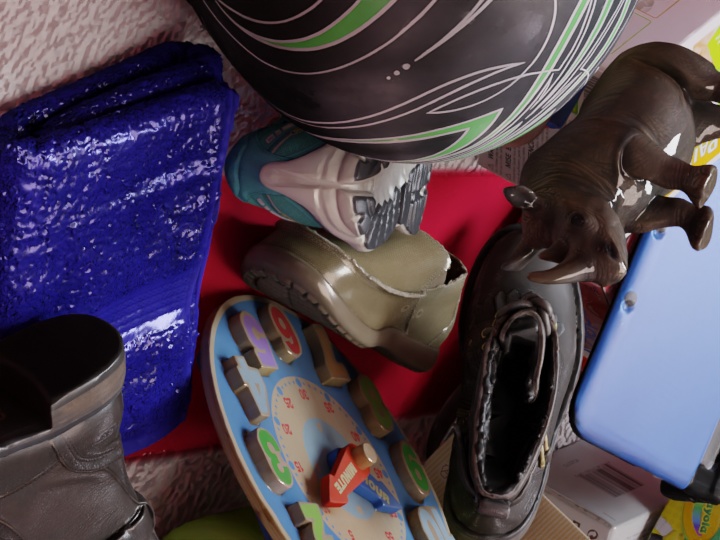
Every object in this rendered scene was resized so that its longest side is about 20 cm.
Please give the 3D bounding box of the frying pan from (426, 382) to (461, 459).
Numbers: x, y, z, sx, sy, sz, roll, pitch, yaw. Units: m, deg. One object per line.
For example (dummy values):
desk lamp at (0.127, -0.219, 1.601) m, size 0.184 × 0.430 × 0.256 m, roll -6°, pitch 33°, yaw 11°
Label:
frying pan at (0.060, 0.113, 1.743) m, size 0.115 × 0.031 × 0.190 m, roll -1°, pitch 130°, yaw -55°

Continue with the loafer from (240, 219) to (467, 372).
loafer at (0.000, 0.000, 1.513) m, size 0.068 × 0.076 × 0.200 m, roll -62°, pitch 161°, yaw 0°

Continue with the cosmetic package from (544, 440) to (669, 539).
cosmetic package at (0.128, 0.218, 1.887) m, size 0.107 × 0.085 × 0.201 m, roll -15°, pitch 128°, yaw -54°

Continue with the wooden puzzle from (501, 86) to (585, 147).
wooden puzzle at (0.105, -0.139, 1.459) m, size 0.186 × 0.046 × 0.200 m, roll -61°, pitch -169°, yaw 0°

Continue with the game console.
game console at (0.191, 0.024, 1.742) m, size 0.171 × 0.118 × 0.201 m, roll 155°, pitch -41°, yaw -82°

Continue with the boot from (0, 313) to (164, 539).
boot at (-0.166, 0.125, 1.311) m, size 0.200 × 0.069 × 0.175 m, roll -24°, pitch 132°, yaw -23°

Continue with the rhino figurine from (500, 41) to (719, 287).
rhino figurine at (0.120, -0.043, 1.354) m, size 0.200 × 0.087 × 0.060 m, roll -46°, pitch 150°, yaw -46°

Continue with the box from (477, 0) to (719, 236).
box at (0.164, -0.126, 1.625) m, size 0.200 × 0.101 × 0.113 m, roll -39°, pitch 144°, yaw -34°

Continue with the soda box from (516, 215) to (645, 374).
soda box at (0.148, 0.017, 1.754) m, size 0.064 × 0.070 × 0.200 m, roll -58°, pitch 152°, yaw -17°

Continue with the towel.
towel at (-0.118, 0.005, 1.349) m, size 0.148 × 0.049 × 0.201 m, roll -30°, pitch 139°, yaw -44°

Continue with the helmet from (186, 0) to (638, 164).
helmet at (0.030, -0.145, 1.304) m, size 0.200 × 0.190 × 0.201 m, roll -37°, pitch 143°, yaw -34°

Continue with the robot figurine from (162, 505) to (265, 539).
robot figurine at (-0.040, 0.179, 1.553) m, size 0.200 × 0.115 × 0.176 m, roll -5°, pitch 88°, yaw -55°

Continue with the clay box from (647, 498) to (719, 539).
clay box at (0.205, 0.199, 1.859) m, size 0.200 × 0.048 × 0.115 m, roll -61°, pitch 154°, yaw -5°

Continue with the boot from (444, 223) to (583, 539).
boot at (0.085, 0.048, 1.554) m, size 0.174 × 0.069 × 0.201 m, roll 93°, pitch 5°, yaw -71°

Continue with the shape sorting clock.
shape sorting clock at (-0.010, 0.098, 1.470) m, size 0.039 × 0.201 × 0.200 m, roll -29°, pitch 159°, yaw 21°

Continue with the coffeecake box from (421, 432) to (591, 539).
coffeecake box at (0.097, 0.195, 1.708) m, size 0.073 × 0.153 × 0.200 m, roll -43°, pitch 158°, yaw -12°

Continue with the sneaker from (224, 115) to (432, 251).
sneaker at (-0.009, -0.058, 1.443) m, size 0.200 × 0.079 × 0.078 m, roll -19°, pitch 118°, yaw -75°
